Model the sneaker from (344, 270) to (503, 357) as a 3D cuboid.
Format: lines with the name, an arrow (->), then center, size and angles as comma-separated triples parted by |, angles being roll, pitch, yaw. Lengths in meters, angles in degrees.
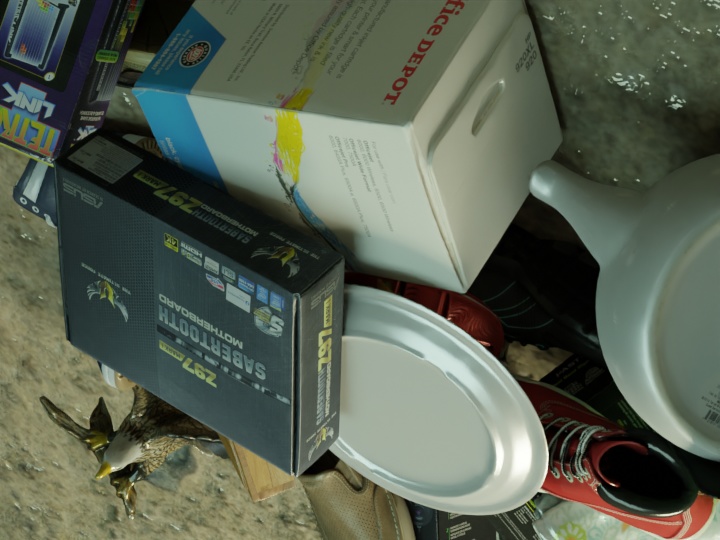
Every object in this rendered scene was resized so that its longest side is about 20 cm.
sneaker -> 0.000, 0.000, 1.525 | 0.199, 0.116, 0.079 | 17, 121, -5

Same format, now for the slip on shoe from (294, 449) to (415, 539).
slip on shoe -> -0.018, 0.140, 1.597 | 0.076, 0.060, 0.201 | -8, 99, 37

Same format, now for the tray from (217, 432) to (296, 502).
tray -> -0.100, 0.073, 1.650 | 0.200, 0.037, 0.099 | -124, 16, -61

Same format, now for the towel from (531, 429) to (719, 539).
towel -> 0.231, 0.181, 1.572 | 0.172, 0.199, 0.048 | 60, -178, -29

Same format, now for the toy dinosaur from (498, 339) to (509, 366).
toy dinosaur -> 0.041, 0.030, 1.626 | 0.135, 0.086, 0.201 | -3, 120, 30

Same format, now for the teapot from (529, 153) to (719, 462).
teapot -> 0.224, 0.014, 1.383 | 0.146, 0.196, 0.201 | -132, 26, -69

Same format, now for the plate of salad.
plate of salad -> 0.032, 0.077, 1.459 | 0.199, 0.048, 0.201 | 22, 142, 18

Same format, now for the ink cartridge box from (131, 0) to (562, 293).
ink cartridge box -> -0.003, -0.098, 1.422 | 0.199, 0.148, 0.145 | 11, 142, 31

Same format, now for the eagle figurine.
eagle figurine -> -0.162, 0.117, 1.862 | 0.151, 0.152, 0.200 | 21, 138, -20

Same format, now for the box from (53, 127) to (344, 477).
box -> -0.102, 0.020, 1.444 | 0.199, 0.051, 0.158 | 29, 139, 26

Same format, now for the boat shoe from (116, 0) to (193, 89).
boat shoe -> -0.192, -0.158, 1.575 | 0.199, 0.073, 0.065 | 18, 140, 22

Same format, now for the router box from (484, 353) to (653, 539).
router box -> 0.175, 0.158, 1.612 | 0.200, 0.150, 0.062 | 51, -175, -28

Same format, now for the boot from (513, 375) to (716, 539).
boot -> 0.127, 0.108, 1.464 | 0.199, 0.073, 0.144 | 22, 174, 19

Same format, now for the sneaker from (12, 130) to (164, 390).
sneaker -> -0.202, -0.015, 1.735 | 0.108, 0.070, 0.201 | 15, 114, 27

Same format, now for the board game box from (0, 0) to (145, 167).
board game box -> -0.246, -0.180, 1.516 | 0.199, 0.166, 0.057 | 24, -169, 14

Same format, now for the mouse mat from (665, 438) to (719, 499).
mouse mat -> 0.260, 0.106, 1.423 | 0.160, 0.200, 0.008 | 7, 107, -10

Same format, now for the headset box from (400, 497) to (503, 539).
headset box -> 0.072, 0.214, 1.694 | 0.092, 0.174, 0.201 | 4, 101, 37

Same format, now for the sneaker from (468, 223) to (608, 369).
sneaker -> 0.104, 0.014, 1.542 | 0.200, 0.075, 0.080 | 34, 130, 16
